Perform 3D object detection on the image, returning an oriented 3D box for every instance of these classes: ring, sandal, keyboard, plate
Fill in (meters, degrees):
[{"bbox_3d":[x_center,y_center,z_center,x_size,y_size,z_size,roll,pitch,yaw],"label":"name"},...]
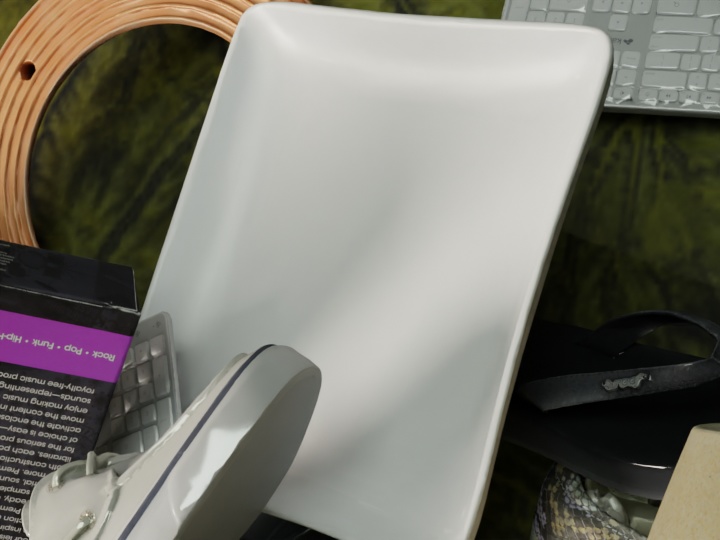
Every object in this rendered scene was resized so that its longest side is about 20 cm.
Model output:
[{"bbox_3d":[-0.085,-0.040,0.948,0.199,0.019,0.202,-3,83,25],"label":"ring"},{"bbox_3d":[0.090,0.040,0.813,0.199,0.043,0.076,9,32,45],"label":"sandal"},{"bbox_3d":[-0.146,0.074,0.918,0.199,0.011,0.057,-24,58,35],"label":"keyboard"},{"bbox_3d":[0.149,-0.088,0.902,0.199,0.011,0.057,5,71,22],"label":"keyboard"},{"bbox_3d":[0.000,0.000,0.843,0.199,0.032,0.201,10,80,45],"label":"plate"}]

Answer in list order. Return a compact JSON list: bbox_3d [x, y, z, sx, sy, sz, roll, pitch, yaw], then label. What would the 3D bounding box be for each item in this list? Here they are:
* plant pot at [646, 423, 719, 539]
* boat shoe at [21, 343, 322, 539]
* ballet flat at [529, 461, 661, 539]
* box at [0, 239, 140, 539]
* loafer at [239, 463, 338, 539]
[{"bbox_3d":[0.144,0.150,0.685,0.186,0.187,0.202,1,89,21],"label":"plant pot"},{"bbox_3d":[-0.091,0.099,0.803,0.066,0.072,0.201,39,106,17],"label":"boat shoe"},{"bbox_3d":[0.153,0.100,0.793,0.199,0.072,0.072,12,74,26],"label":"ballet flat"},{"bbox_3d":[-0.179,0.073,0.849,0.036,0.142,0.201,-105,32,-55],"label":"box"},{"bbox_3d":[-0.070,0.128,0.881,0.199,0.073,0.072,-28,40,2],"label":"loafer"}]
